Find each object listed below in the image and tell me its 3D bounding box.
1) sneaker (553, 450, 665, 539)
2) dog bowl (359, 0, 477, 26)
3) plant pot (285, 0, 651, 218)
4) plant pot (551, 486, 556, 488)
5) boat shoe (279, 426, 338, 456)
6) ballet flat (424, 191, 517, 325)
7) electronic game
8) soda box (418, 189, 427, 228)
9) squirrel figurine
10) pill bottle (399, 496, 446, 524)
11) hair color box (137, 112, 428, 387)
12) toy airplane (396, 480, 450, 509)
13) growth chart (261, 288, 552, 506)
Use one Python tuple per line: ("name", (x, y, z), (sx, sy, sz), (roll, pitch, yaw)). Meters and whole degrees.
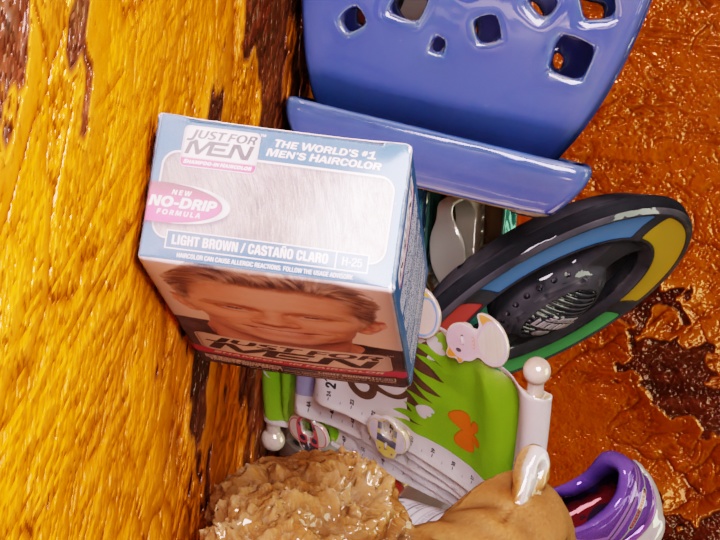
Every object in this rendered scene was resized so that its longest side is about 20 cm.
("sneaker", (0.105, 0.187, 1.572), (0.081, 0.200, 0.083), (43, -10, 44))
("dog bowl", (0.048, -0.235, 1.563), (0.200, 0.074, 0.200), (-166, -90, -81))
("plant pot", (0.060, -0.133, 1.367), (0.200, 0.200, 0.180), (-40, 142, -84))
("plant pot", (0.047, 0.265, 1.786), (0.200, 0.196, 0.196), (-20, 116, -74))
("boat shoe", (-0.020, 0.098, 1.433), (0.200, 0.072, 0.066), (117, -24, -79))
("ballet flat", (0.073, -0.054, 1.570), (0.070, 0.067, 0.200), (13, 78, -71))
("electronic game", (0.117, 0.015, 1.497), (0.200, 0.200, 0.042), (85, -21, -68))
("soda box", (0.000, 0.000, 1.525), (0.200, 0.068, 0.064), (-74, 169, -67))
("squirrel figurine", (0.019, 0.147, 1.126), (0.187, 0.200, 0.142), (-48, 173, -40))
("pill bottle", (0.035, 0.182, 1.272), (0.111, 0.200, 0.111), (-36, 133, -52))
("hair color box", (-0.027, -0.003, 0.984), (0.200, 0.100, 0.061), (76, 22, -76))
("toy airplane", (0.027, 0.159, 1.591), (0.200, 0.141, 0.199), (-102, -147, -57))
("growth chart", (0.019, 0.064, 1.232), (0.018, 0.200, 0.145), (-36, 133, -38))
